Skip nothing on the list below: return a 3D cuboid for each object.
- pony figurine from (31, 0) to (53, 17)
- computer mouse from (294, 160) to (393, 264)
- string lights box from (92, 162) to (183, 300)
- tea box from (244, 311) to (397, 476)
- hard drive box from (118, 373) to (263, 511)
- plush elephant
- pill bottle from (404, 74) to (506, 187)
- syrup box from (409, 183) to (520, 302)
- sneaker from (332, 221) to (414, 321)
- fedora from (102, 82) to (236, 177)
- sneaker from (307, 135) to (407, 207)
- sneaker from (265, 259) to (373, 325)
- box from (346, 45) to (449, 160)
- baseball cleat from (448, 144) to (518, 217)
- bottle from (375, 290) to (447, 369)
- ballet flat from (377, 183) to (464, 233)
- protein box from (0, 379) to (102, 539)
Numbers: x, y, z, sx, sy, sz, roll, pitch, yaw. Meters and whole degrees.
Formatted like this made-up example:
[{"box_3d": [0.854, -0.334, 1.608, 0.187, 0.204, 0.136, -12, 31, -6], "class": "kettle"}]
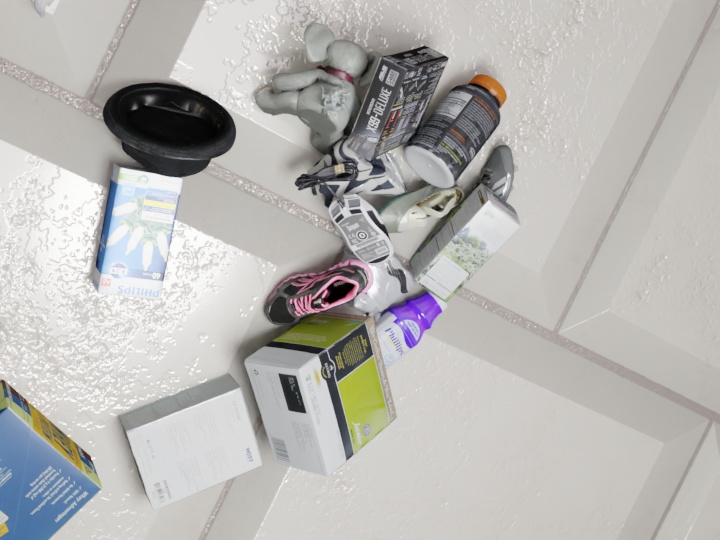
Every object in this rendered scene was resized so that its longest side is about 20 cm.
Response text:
[{"box_3d": [-0.442, -0.479, 1.344, 0.200, 0.167, 0.193, 35, 79, -11], "class": "pony figurine"}, {"box_3d": [-0.013, -0.094, 1.585, 0.110, 0.044, 0.200, -20, 120, 27], "class": "computer mouse"}, {"box_3d": [-0.352, -0.060, 1.519, 0.103, 0.059, 0.200, 8, 99, -26], "class": "string lights box"}, {"box_3d": [-0.062, 0.200, 1.618, 0.197, 0.134, 0.200, -31, 116, -43], "class": "tea box"}, {"box_3d": [-0.283, 0.288, 1.623, 0.200, 0.077, 0.156, -19, 110, -18], "class": "hard drive box"}, {"box_3d": [-0.048, -0.304, 1.547, 0.165, 0.200, 0.155, 32, 70, -19], "class": "plush elephant"}, {"box_3d": [0.172, -0.248, 1.668, 0.106, 0.106, 0.200, 47, 70, -25], "class": "pill bottle"}, {"box_3d": [0.183, -0.048, 1.700, 0.079, 0.081, 0.200, 34, 111, -19], "class": "syrup box"}, {"box_3d": [0.000, 0.000, 1.678, 0.115, 0.075, 0.200, -49, 119, -8], "class": "sneaker"}, {"box_3d": [-0.294, -0.202, 1.476, 0.200, 0.201, 0.092, -3, 136, -23], "class": "fedora"}, {"box_3d": [-0.014, -0.153, 1.643, 0.199, 0.130, 0.080, 14, 56, -59], "class": "sneaker"}, {"box_3d": [-0.076, 0.044, 1.616, 0.200, 0.095, 0.079, -24, 104, 15], "class": "sneaker"}, {"box_3d": [0.063, -0.274, 1.562, 0.050, 0.200, 0.158, 30, 118, 13], "class": "box"}, {"box_3d": [0.220, -0.132, 1.747, 0.106, 0.070, 0.200, 4, 100, -25], "class": "baseball cleat"}, {"box_3d": [0.067, 0.110, 1.740, 0.200, 0.065, 0.084, -37, 115, -12], "class": "bottle"}, {"box_3d": [0.106, -0.107, 1.673, 0.200, 0.064, 0.067, -31, 146, -35], "class": "ballet flat"}, {"box_3d": [-0.548, 0.319, 1.482, 0.199, 0.135, 0.200, -44, 115, -9], "class": "protein box"}]
